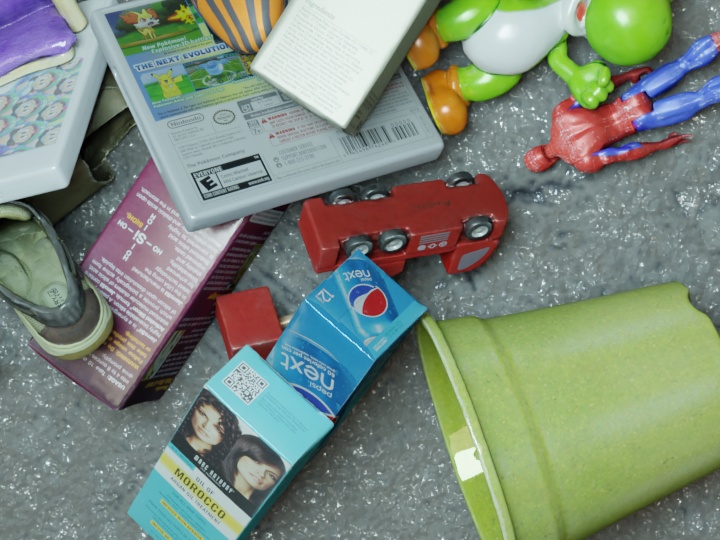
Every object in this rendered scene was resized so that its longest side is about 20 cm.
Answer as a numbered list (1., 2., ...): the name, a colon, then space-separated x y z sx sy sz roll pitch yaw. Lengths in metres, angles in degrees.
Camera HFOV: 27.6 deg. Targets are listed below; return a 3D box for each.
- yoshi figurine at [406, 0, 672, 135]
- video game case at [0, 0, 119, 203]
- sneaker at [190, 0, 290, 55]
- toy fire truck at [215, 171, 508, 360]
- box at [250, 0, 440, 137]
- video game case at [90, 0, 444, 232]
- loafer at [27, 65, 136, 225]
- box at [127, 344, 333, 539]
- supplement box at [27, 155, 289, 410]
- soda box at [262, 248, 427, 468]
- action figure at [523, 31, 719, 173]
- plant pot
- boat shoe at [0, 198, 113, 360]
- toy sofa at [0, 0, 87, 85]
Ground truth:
1. yoshi figurine: 0.134 -0.166 1.029 0.199 0.112 0.113 -22 77 9
2. video game case: -0.271 -0.113 1.053 0.181 0.201 0.024 -12 132 17
3. sneaker: -0.110 -0.238 0.976 0.077 0.112 0.201 -19 97 13
4. toy fire truck: 0.000 0.000 1.062 0.199 0.141 0.049 -10 57 -18
5. box: 0.014 -0.195 0.984 0.082 0.068 0.201 34 93 5
6. video game case: -0.066 -0.131 1.039 0.199 0.022 0.183 -18 67 -23
7. loafer: -0.230 -0.075 1.109 0.067 0.076 0.201 31 94 13
8. box: -0.097 0.142 1.041 0.082 0.049 0.200 41 139 7
9. supplement box: -0.141 -0.004 1.078 0.085 0.110 0.201 35 94 7
10. soda box: -0.032 0.077 1.027 0.064 0.068 0.200 41 138 7
11. action figure: 0.209 -0.119 1.060 0.199 0.052 0.066 -25 81 12
12. plant pot: 0.154 0.096 1.009 0.183 0.200 0.202 -19 87 -4
13. boat shoe: -0.244 -0.022 1.015 0.072 0.066 0.201 -37 62 -18
14. toy sofa: -0.303 -0.174 1.051 0.199 0.098 0.083 -23 130 5
